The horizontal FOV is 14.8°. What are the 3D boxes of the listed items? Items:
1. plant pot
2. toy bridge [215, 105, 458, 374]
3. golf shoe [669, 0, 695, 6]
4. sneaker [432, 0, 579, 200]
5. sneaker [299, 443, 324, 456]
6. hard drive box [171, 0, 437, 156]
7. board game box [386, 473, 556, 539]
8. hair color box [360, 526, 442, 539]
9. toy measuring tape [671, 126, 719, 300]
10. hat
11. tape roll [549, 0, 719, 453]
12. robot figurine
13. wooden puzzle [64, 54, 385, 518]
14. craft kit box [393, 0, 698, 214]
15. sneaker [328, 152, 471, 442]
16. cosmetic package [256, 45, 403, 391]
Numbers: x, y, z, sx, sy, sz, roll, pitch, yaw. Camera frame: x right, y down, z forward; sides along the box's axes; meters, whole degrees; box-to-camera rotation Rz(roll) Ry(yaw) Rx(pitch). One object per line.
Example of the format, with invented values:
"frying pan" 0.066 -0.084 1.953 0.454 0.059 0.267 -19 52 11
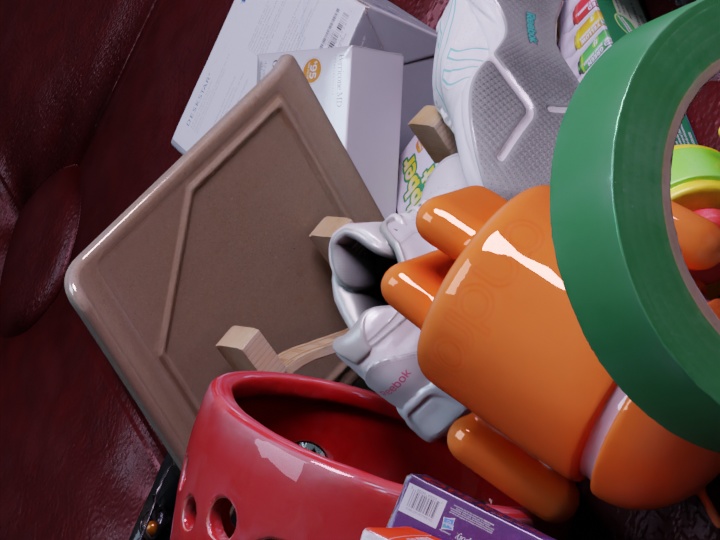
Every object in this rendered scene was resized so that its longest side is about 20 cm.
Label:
"plant pot" -0.007 0.168 1.430 0.200 0.200 0.183 36 113 62
"toy bridge" 0.000 0.000 1.537 0.027 0.067 0.200 6 49 52
"golf shoe" 0.167 -0.200 1.487 0.094 0.078 0.200 -36 36 -13
"sneaker" 0.076 -0.097 1.512 0.201 0.070 0.080 -88 23 -44
"sneaker" -0.011 0.105 1.596 0.200 0.080 0.072 -24 50 54
"hard drive box" -0.033 -0.112 1.794 0.156 0.077 0.200 -65 27 9
"board game box" 0.087 0.189 1.276 0.199 0.032 0.120 26 93 21
"hair color box" 0.079 0.201 1.232 0.199 0.064 0.111 21 94 20
"toy measuring tape" 0.142 0.002 1.396 0.200 0.073 0.074 -55 30 25
"hat" -0.103 0.186 1.711 0.201 0.081 0.201 -157 90 -83
"tape roll" 0.175 -0.021 1.203 0.048 0.200 0.201 -20 55 57
"robot figurine" 0.108 0.038 1.331 0.144 0.200 0.117 -51 -18 -16
"wooden puzzle" -0.063 0.010 1.529 0.037 0.185 0.200 10 50 46
"craft kit box" 0.098 -0.057 1.552 0.198 0.048 0.200 -56 29 30
"sneaker" 0.032 -0.008 1.460 0.078 0.099 0.200 -43 21 33
"cosmetic package" -0.024 -0.029 1.644 0.082 0.051 0.201 -1 85 42
